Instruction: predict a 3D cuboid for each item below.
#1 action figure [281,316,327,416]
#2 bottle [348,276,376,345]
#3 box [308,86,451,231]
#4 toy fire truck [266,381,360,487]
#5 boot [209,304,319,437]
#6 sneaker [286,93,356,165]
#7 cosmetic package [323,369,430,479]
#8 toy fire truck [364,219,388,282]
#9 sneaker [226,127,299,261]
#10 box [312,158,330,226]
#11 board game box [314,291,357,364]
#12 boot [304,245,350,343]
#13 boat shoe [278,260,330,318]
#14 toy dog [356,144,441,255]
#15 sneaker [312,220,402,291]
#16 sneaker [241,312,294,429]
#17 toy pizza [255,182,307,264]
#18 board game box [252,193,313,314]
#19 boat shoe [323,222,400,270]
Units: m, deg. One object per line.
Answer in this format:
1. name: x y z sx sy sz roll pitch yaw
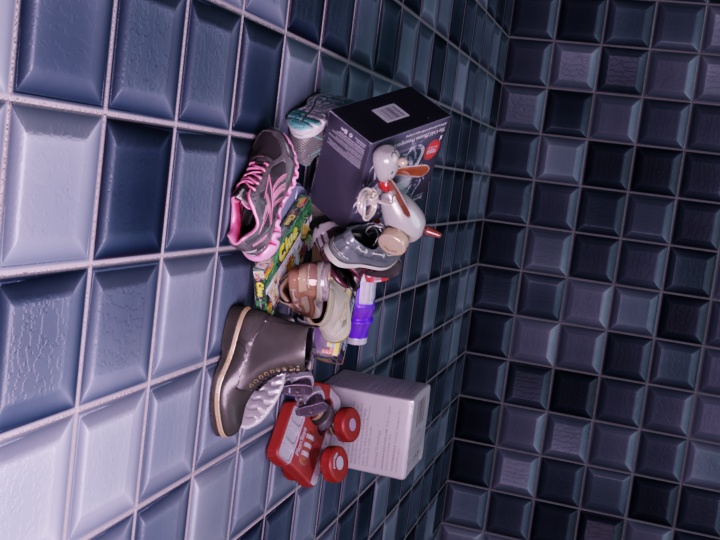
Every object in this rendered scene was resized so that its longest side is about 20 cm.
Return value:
1. action figure: -0.103 0.161 1.702 0.200 0.069 0.130 -101 179 -59
2. bottle: -0.002 0.053 2.029 0.084 0.065 0.200 -120 -146 -73
3. box: 0.032 -0.189 1.654 0.200 0.104 0.182 -25 145 -39
4. toy fire truck: -0.094 0.290 1.806 0.168 0.112 0.200 55 42 -42
5. boot: -0.143 0.162 1.474 0.077 0.138 0.200 -10 109 -74
6. sneaker: -0.069 -0.238 1.660 0.200 0.078 0.091 -42 145 -53
7. cosmetic package: 0.024 0.312 2.032 0.167 0.200 0.167 -18 115 -72
8. toy fire truck: 0.015 -0.089 1.841 0.200 0.049 0.141 -99 -179 -51
9. sneaker: -0.151 -0.116 1.439 0.095 0.079 0.200 18 80 -62
10. box: -0.035 -0.173 1.774 0.082 0.068 0.200 2 97 -60
11. board game box: -0.044 0.071 1.876 0.165 0.057 0.200 73 28 -78
12. boot: -0.067 0.017 1.722 0.155 0.072 0.200 48 35 -69
13. boat shoe: -0.091 0.027 1.525 0.200 0.072 0.076 116 -25 -70
14. toy dog: 0.076 -0.106 1.573 0.200 0.096 0.132 54 49 -61
15. sneaker: 0.000 0.000 1.694 0.200 0.076 0.116 23 36 -36
16. sneaker: -0.147 0.170 1.586 0.082 0.075 0.200 87 22 -58
17. toy pizza: -0.130 -0.047 1.602 0.200 0.032 0.200 12 90 -76
18. board game box: -0.119 -0.023 1.555 0.200 0.023 0.105 -63 157 -46
19. boat shoe: 0.022 -0.045 1.642 0.062 0.073 0.200 -43 159 31
